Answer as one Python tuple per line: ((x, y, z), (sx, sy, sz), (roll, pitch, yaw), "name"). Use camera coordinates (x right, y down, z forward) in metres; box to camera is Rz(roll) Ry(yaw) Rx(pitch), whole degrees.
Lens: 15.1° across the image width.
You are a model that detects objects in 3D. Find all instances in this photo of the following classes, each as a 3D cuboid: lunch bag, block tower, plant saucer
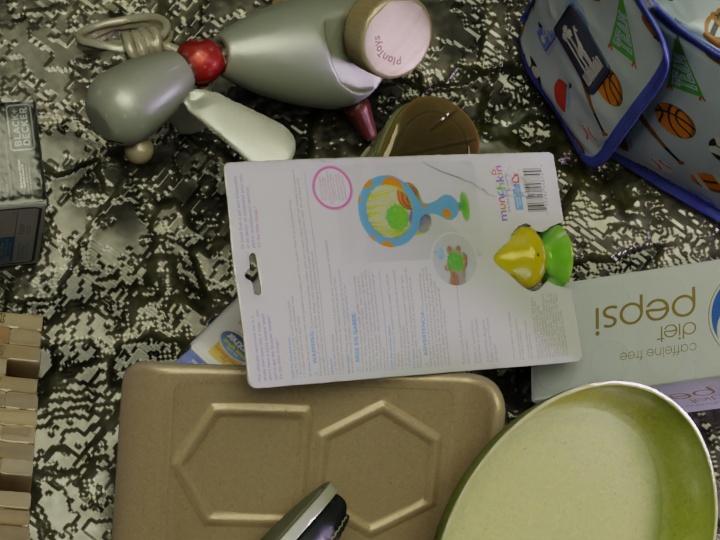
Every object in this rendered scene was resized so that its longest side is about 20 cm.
((0.192, -0.121, 1.524), (0.200, 0.170, 0.124), (31, 65, 1), "lunch bag")
((-0.198, 0.118, 1.416), (0.058, 0.054, 0.200), (6, 54, -6), "block tower")
((0.107, 0.151, 1.440), (0.200, 0.031, 0.200), (-13, 112, -35), "plant saucer")

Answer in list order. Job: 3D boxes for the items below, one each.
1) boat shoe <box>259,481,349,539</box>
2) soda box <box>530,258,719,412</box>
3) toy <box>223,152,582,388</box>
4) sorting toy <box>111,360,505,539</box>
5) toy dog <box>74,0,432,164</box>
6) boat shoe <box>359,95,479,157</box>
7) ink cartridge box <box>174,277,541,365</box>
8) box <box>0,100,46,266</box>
((-0.057, 0.199, 1.367), (0.066, 0.075, 0.199), (39, 68, -4), "boat shoe")
((0.193, 0.035, 1.470), (0.200, 0.064, 0.068), (-10, 69, 30), "soda box")
((0.017, 0.000, 1.426), (0.200, 0.047, 0.115), (-4, 82, -26), "toy")
((-0.031, 0.138, 1.436), (0.200, 0.036, 0.185), (3, 105, -6), "sorting toy")
((-0.055, -0.097, 1.519), (0.200, 0.132, 0.096), (-14, 113, -9), "toy dog")
((-0.002, -0.002, 1.478), (0.073, 0.063, 0.201), (28, 75, -16), "boat shoe")
((-0.009, 0.042, 1.506), (0.119, 0.042, 0.200), (43, 69, 6), "ink cartridge box")
((-0.272, -0.038, 1.451), (0.200, 0.117, 0.060), (-5, 75, -12), "box")
